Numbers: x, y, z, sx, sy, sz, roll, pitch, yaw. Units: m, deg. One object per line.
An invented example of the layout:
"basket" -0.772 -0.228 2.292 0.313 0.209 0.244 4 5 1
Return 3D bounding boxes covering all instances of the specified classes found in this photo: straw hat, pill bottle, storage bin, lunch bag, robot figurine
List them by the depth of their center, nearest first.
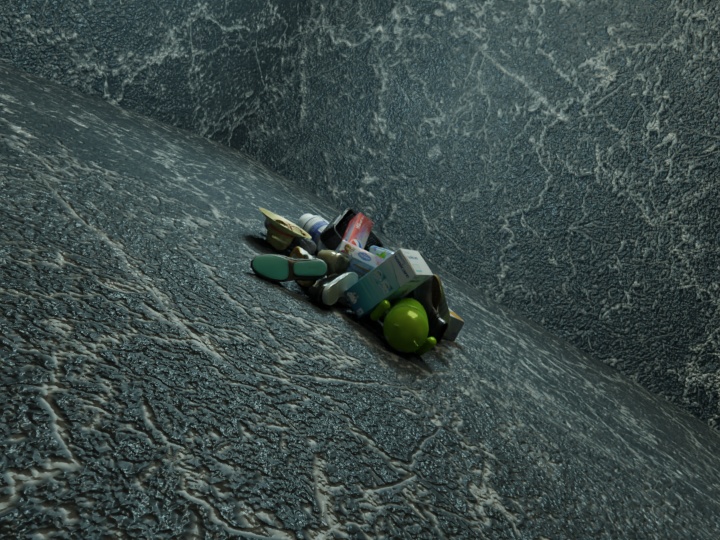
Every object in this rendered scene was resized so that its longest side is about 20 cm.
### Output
"robot figurine" 0.116 0.138 1.365 0.175 0.116 0.200 40 10 -3
"straw hat" -0.254 -0.113 1.693 0.199 0.086 0.201 31 7 -4
"lunch bag" 0.120 -0.006 1.752 0.199 0.083 0.160 26 -2 -39
"storage bin" -0.029 -0.098 1.872 0.200 0.093 0.136 49 48 -15
"pill bottle" -0.155 -0.136 1.990 0.110 0.112 0.200 18 15 -44

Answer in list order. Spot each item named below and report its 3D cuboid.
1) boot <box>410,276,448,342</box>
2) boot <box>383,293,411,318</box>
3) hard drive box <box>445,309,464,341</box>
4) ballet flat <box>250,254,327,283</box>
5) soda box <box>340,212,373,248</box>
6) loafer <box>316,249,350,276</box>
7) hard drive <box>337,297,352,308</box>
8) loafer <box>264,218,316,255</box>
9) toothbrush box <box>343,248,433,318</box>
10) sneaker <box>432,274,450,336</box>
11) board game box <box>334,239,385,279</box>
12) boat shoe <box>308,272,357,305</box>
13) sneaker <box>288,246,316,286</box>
"boot" 0.201 0.110 1.504 0.069 0.202 0.132 -24 51 -23
"boot" 0.125 0.065 1.591 0.076 0.169 0.200 32 11 4
"hard drive box" 0.215 0.138 1.741 0.198 0.078 0.156 22 11 -29
"ballet flat" -0.183 -0.001 1.364 0.197 0.074 0.073 3 18 -17
"soda box" -0.024 -0.091 1.761 0.063 0.070 0.202 33 53 -19
"loafer" -0.078 -0.020 1.483 0.068 0.076 0.200 30 -11 10
"hard drive" -0.046 0.060 1.568 0.130 0.027 0.200 25 11 -17
"loafer" -0.239 -0.107 1.801 0.199 0.072 0.063 33 -18 3
"toothbrush box" 0.076 0.035 1.417 0.086 0.199 0.146 57 19 15
"sneaker" 0.232 0.110 1.619 0.066 0.204 0.089 -4 3 29
"board game box" 0.000 0.000 1.633 0.198 0.042 0.199 26 -26 -10
"boat shoe" -0.068 0.041 1.414 0.059 0.077 0.199 11 10 23
"sneaker" -0.140 -0.005 1.504 0.087 0.076 0.200 30 12 -27
